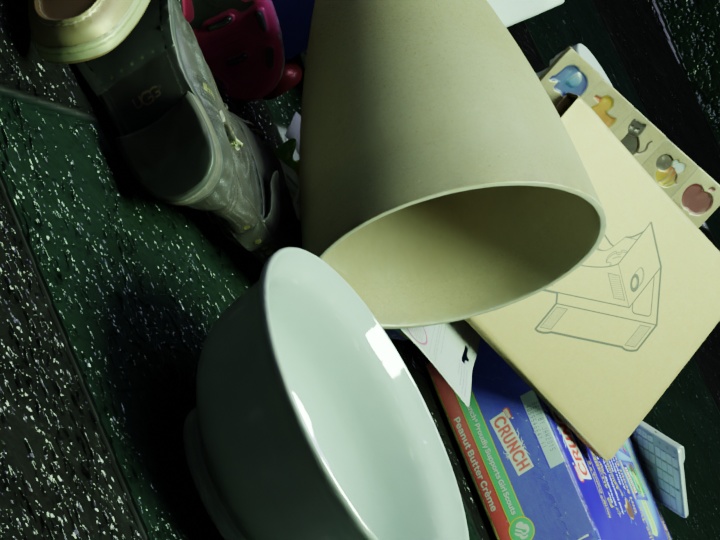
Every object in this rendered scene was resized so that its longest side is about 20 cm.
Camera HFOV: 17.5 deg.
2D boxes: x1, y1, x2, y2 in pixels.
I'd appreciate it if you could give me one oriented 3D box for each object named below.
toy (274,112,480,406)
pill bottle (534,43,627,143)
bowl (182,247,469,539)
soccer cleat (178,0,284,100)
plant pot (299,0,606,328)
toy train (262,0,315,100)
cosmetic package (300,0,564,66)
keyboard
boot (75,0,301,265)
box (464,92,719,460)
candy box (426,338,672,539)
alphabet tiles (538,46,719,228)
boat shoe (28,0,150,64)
[{"bbox_3d":[0.000,0.000,1.542,0.200,0.047,0.115,51,23,-17],"label":"toy"},{"bbox_3d":[0.088,-0.078,1.654,0.112,0.199,0.112,53,18,-26],"label":"pill bottle"},{"bbox_3d":[-0.030,0.096,1.224,0.201,0.090,0.201,53,18,-26],"label":"bowl"},{"bbox_3d":[-0.107,-0.205,1.505,0.200,0.070,0.086,57,18,-15],"label":"soccer cleat"},{"bbox_3d":[0.036,-0.095,1.446,0.187,0.187,0.201,32,39,-59],"label":"plant pot"},{"bbox_3d":[-0.006,-0.200,1.581,0.085,0.199,0.116,59,12,-9],"label":"toy train"},{"bbox_3d":[0.044,-0.210,1.722,0.074,0.199,0.102,7,-60,61],"label":"cosmetic package"},{"bbox_3d":[0.200,0.133,1.801,0.200,0.011,0.057,-147,-129,-64],"label":"keyboard"},{"bbox_3d":[-0.100,-0.094,1.387,0.174,0.069,0.201,34,35,-67],"label":"boot"},{"bbox_3d":[0.154,0.005,1.587,0.200,0.164,0.021,45,-12,-24],"label":"box"},{"bbox_3d":[0.143,0.143,1.687,0.200,0.077,0.170,28,38,-63],"label":"candy box"},{"bbox_3d":[0.130,-0.051,1.600,0.200,0.167,0.008,39,10,-23],"label":"alphabet tiles"},{"bbox_3d":[-0.152,-0.200,1.306,0.063,0.073,0.201,70,19,-48],"label":"boat shoe"}]
